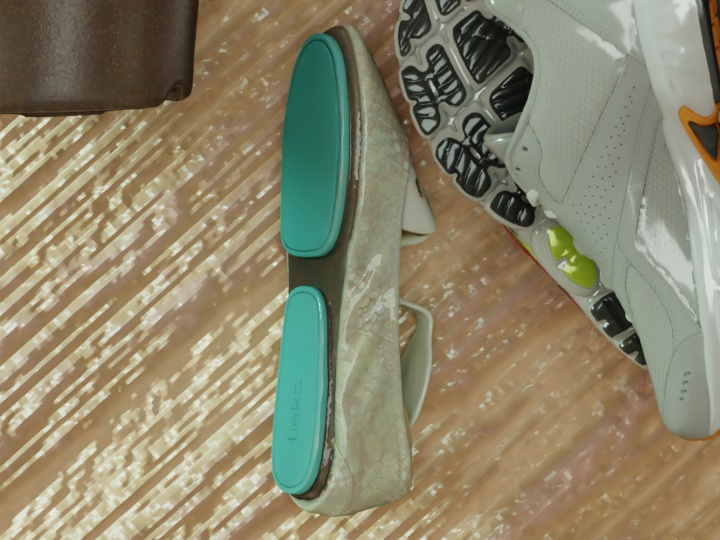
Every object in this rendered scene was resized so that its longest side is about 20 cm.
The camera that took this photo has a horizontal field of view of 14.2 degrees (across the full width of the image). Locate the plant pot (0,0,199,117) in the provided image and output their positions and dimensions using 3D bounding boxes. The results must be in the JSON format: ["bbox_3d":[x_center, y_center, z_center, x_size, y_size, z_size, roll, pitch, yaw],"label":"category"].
[{"bbox_3d":[-0.137,-0.164,1.105,0.200,0.200,0.199,0,99,-1],"label":"plant pot"}]

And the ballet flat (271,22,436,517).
[{"bbox_3d":[0.000,0.000,1.178,0.062,0.067,0.200,2,96,-29],"label":"ballet flat"}]

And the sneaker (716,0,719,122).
[{"bbox_3d":[0.145,-0.109,1.154,0.200,0.075,0.106,42,84,-25],"label":"sneaker"}]

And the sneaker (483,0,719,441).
[{"bbox_3d":[0.097,-0.030,1.090,0.092,0.076,0.200,-7,104,12],"label":"sneaker"}]

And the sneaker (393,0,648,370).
[{"bbox_3d":[0.074,-0.040,1.155,0.077,0.085,0.200,-36,103,-4],"label":"sneaker"}]
